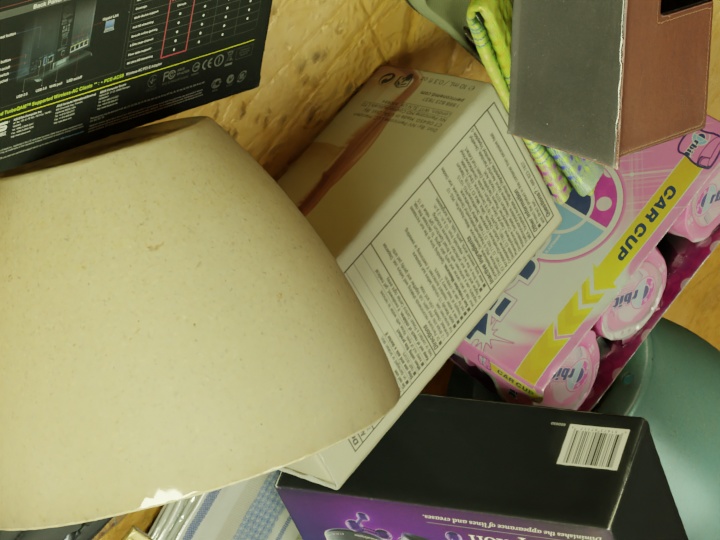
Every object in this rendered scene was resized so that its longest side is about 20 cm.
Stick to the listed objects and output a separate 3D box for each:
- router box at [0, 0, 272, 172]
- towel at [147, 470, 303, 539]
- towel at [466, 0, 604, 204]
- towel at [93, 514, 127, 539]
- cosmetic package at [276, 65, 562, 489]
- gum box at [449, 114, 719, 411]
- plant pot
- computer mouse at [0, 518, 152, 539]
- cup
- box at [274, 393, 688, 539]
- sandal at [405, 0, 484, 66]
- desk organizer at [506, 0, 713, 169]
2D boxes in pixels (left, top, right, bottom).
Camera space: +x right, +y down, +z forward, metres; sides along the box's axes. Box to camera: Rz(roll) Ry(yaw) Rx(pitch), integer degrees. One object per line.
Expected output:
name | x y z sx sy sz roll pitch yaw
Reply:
router box | -0.119 -0.134 1.225 0.200 0.062 0.150 -22 135 -44
towel | -0.070 0.171 1.601 0.147 0.024 0.200 -60 151 0
towel | 0.122 -0.151 1.490 0.144 0.023 0.200 59 45 -33
towel | -0.183 0.102 1.385 0.147 0.022 0.200 -40 146 -25
cosmetic package | 0.000 0.000 1.447 0.200 0.087 0.104 -48 128 -26
gum box | 0.122 -0.013 1.618 0.200 0.113 0.066 -51 148 -11
plant pot | 0.149 0.110 1.705 0.200 0.200 0.188 -52 136 -8
computer mouse | -0.130 0.121 1.413 0.201 0.046 0.140 -59 149 5
cup | -0.096 0.014 1.252 0.200 0.200 0.144 -24 102 -42
box | 0.072 0.142 1.577 0.079 0.199 0.141 -68 149 -31
sandal | 0.088 -0.138 1.516 0.201 0.057 0.080 13 106 -57
desk organizer | 0.126 -0.161 1.383 0.077 0.072 0.201 -20 120 -42
